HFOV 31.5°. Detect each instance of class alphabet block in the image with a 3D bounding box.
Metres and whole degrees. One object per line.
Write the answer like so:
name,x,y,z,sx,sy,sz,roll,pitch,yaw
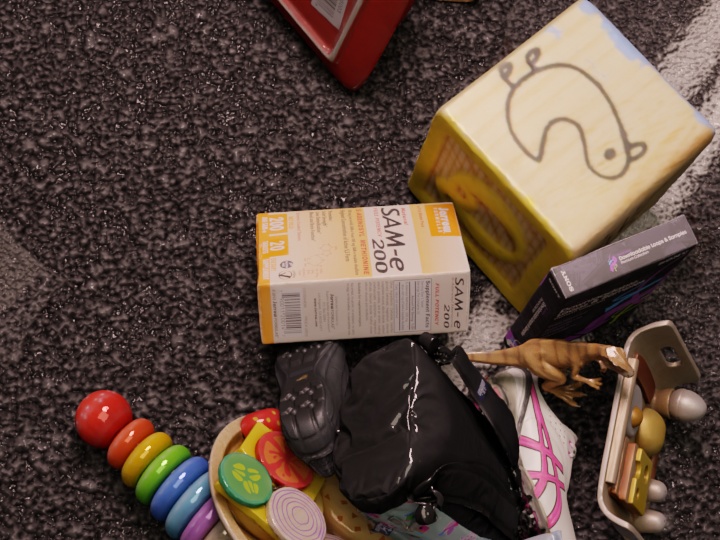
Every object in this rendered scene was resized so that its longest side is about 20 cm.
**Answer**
alphabet block,0.191,-0.108,1.264,0.200,0.197,0.195,-40,78,-18

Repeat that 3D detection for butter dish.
butter dish,0.001,-0.327,1.329,0.147,0.200,0.200,-32,77,-33

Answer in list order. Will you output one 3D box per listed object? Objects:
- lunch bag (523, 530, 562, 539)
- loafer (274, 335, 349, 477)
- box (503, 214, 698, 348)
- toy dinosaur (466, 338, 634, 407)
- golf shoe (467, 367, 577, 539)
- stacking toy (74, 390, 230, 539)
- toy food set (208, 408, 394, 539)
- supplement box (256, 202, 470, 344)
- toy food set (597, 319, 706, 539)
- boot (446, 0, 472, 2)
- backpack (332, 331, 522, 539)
lunch bag,0.129,0.354,1.099,0.168,0.128,0.201,-19,49,3
loafer,-0.041,0.116,1.187,0.067,0.201,0.071,-18,116,8
box,0.224,0.022,1.220,0.142,0.200,0.036,-22,72,-14
toy dinosaur,0.166,0.082,1.207,0.198,0.106,0.061,-5,60,28
golf shoe,0.176,0.187,1.226,0.091,0.073,0.202,-14,73,-14
stacking toy,-0.184,0.183,1.179,0.200,0.086,0.085,41,71,12
toy food set,-0.049,0.209,1.149,0.200,0.049,0.198,41,31,-5
supplement box,0.000,0.000,1.227,0.198,0.074,0.126,-4,35,-3
toy food set,0.282,0.167,1.204,0.060,0.144,0.202,3,66,28
boot,0.054,-0.407,1.418,0.173,0.066,0.202,4,72,-6
backpack,0.062,0.170,1.130,0.126,0.200,0.168,-9,55,33
